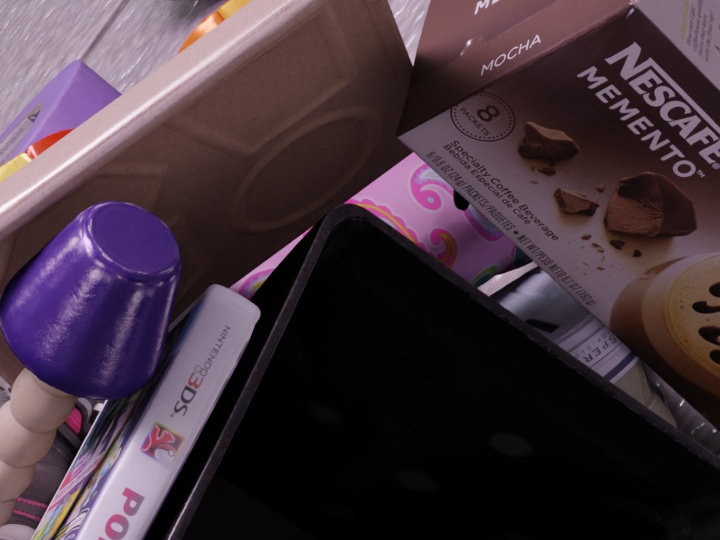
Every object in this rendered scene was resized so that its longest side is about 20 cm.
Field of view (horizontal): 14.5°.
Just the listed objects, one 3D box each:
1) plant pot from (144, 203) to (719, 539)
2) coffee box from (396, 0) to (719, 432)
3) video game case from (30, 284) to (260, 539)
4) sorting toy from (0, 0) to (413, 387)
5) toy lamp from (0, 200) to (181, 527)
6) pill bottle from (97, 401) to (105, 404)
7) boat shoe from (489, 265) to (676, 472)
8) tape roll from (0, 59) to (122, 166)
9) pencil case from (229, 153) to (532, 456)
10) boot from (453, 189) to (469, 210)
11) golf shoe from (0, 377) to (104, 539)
[{"bbox_3d":[-0.009,0.129,1.019,0.177,0.200,0.200,-29,30,55],"label":"plant pot"},{"bbox_3d":[0.123,-0.036,1.012,0.113,0.200,0.080,-26,34,37],"label":"coffee box"},{"bbox_3d":[-0.102,0.104,0.991,0.183,0.023,0.200,-62,7,-16],"label":"video game case"},{"bbox_3d":[-0.064,-0.032,0.992,0.185,0.037,0.200,-36,-17,-3],"label":"sorting toy"},{"bbox_3d":[-0.115,0.056,0.947,0.200,0.058,0.058,-55,18,36],"label":"toy lamp"},{"bbox_3d":[-0.084,0.020,1.261,0.199,0.114,0.114,-5,30,-4],"label":"pill bottle"},{"bbox_3d":[0.075,0.042,1.132,0.072,0.062,0.200,-31,8,-1],"label":"boat shoe"},{"bbox_3d":[-0.184,-0.012,1.539,0.200,0.085,0.200,-48,13,14],"label":"tape roll"},{"bbox_3d":[0.000,0.000,1.164,0.200,0.088,0.087,-33,14,-36],"label":"pencil case"},{"bbox_3d":[0.143,-0.067,1.114,0.200,0.077,0.139,11,72,18],"label":"boot"},{"bbox_3d":[-0.104,0.116,1.157,0.077,0.200,0.088,1,57,47],"label":"golf shoe"}]
